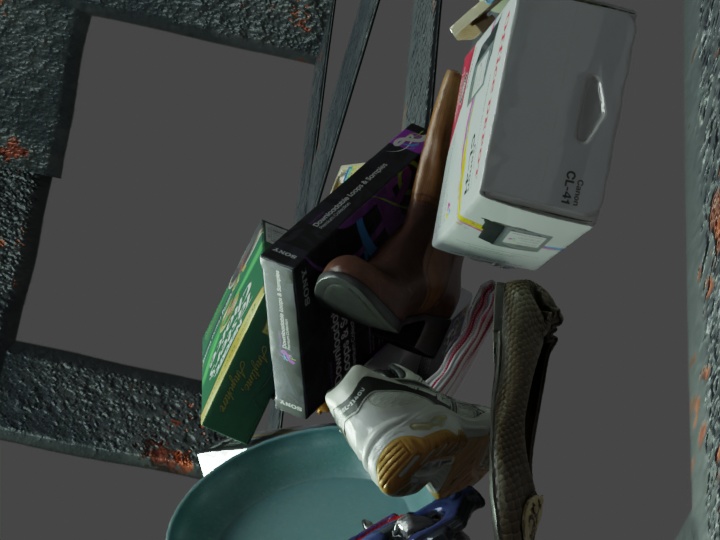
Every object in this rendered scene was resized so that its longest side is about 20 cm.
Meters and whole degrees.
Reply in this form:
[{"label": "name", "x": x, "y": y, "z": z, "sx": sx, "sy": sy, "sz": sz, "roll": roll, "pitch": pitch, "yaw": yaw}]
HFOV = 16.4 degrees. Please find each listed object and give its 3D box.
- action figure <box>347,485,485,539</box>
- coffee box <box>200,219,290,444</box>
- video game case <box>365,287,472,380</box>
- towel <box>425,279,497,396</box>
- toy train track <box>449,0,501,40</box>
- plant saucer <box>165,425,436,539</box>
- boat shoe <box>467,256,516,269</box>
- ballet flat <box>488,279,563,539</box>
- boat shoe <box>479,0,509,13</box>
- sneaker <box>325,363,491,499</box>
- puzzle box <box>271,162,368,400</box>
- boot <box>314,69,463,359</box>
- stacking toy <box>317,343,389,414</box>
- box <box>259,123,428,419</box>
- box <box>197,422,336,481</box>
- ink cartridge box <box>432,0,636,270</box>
[{"label": "action figure", "x": 0.010, "y": 0.236, "z": 1.585, "sx": 0.105, "sy": 0.199, "sz": 0.194, "roll": 58, "pitch": -169, "yaw": -33}, {"label": "coffee box", "x": -0.084, "y": 0.044, "z": 1.978, "sx": 0.124, "sy": 0.044, "sz": 0.200, "roll": -63, "pitch": 11, "yaw": 16}, {"label": "video game case", "x": 0.025, "y": 0.130, "z": 2.001, "sx": 0.182, "sy": 0.023, "sz": 0.201, "roll": -39, "pitch": -32, "yaw": -58}, {"label": "towel", "x": 0.049, "y": 0.104, "z": 1.907, "sx": 0.147, "sy": 0.030, "sz": 0.200, "roll": -57, "pitch": -5, "yaw": -29}, {"label": "toy train track", "x": 0.134, "y": -0.205, "z": 1.664, "sx": 0.200, "sy": 0.033, "sz": 0.115, "roll": -38, "pitch": -2, "yaw": 42}, {"label": "plant saucer", "x": -0.037, "y": 0.182, "z": 1.757, "sx": 0.200, "sy": 0.198, "sz": 0.036, "roll": -89, "pitch": -15, "yaw": -60}, {"label": "boat shoe", "x": 0.104, "y": -0.104, "z": 1.830, "sx": 0.072, "sy": 0.068, "sz": 0.202, "roll": -170, "pitch": 92, "yaw": -84}, {"label": "ballet flat", "x": 0.106, "y": 0.094, "z": 1.593, "sx": 0.068, "sy": 0.046, "sz": 0.201, "roll": 85, "pitch": -173, "yaw": -57}, {"label": "boat shoe", "x": 0.136, "y": -0.268, "z": 1.820, "sx": 0.200, "sy": 0.071, "sz": 0.063, "roll": 116, "pitch": 154, "yaw": -49}, {"label": "sneaker", "x": 0.042, "y": 0.098, "z": 1.645, "sx": 0.076, "sy": 0.088, "sz": 0.200, "roll": -45, "pitch": -20, "yaw": 9}, {"label": "puzzle box", "x": -0.031, "y": 0.011, "z": 1.976, "sx": 0.133, "sy": 0.025, "sz": 0.201, "roll": -175, "pitch": 108, "yaw": -79}, {"label": "boot", "x": 0.048, "y": -0.049, "z": 1.834, "sx": 0.188, "sy": 0.068, "sz": 0.201, "roll": 28, "pitch": -100, "yaw": -57}, {"label": "stacking toy", "x": -0.004, "y": 0.068, "z": 2.006, "sx": 0.116, "sy": 0.109, "sz": 0.200, "roll": -58, "pitch": 0, "yaw": 21}, {"label": "box", "x": 0.000, "y": 0.000, "z": 1.883, "sx": 0.200, "sy": 0.036, "sz": 0.144, "roll": -41, "pitch": -40, "yaw": -38}, {"label": "box", "x": -0.039, "y": 0.222, "z": 1.918, "sx": 0.158, "sy": 0.048, "sz": 0.202, "roll": -12, "pitch": 96, "yaw": 52}, {"label": "ink cartridge box", "x": 0.112, "y": -0.091, "z": 1.664, "sx": 0.200, "sy": 0.085, "sz": 0.149, "roll": 123, "pitch": 158, "yaw": -79}]
